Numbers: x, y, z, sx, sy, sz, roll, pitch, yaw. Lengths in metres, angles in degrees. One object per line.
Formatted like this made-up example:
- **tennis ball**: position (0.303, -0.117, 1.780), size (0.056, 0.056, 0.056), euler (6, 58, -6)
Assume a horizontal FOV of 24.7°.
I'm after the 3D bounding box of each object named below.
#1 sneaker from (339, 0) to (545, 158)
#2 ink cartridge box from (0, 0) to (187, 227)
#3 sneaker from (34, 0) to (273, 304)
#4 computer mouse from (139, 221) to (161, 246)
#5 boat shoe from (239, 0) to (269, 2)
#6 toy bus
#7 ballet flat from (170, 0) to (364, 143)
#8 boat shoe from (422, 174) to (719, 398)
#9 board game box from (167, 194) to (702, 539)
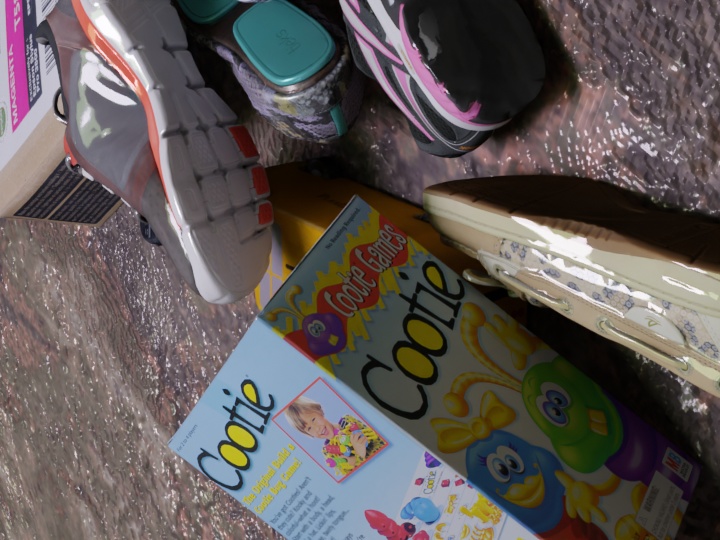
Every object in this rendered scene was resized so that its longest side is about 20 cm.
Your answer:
- **sneaker**: position (0.011, -0.140, 0.788), size (0.086, 0.080, 0.202), euler (124, 129, -61)
- **ink cartridge box**: position (-0.171, -0.148, 1.001), size (0.165, 0.074, 0.202), euler (-34, 59, 55)
- **sneaker**: position (-0.113, -0.064, 0.863), size (0.082, 0.077, 0.202), euler (-34, 71, 31)
- **computer mouse**: position (-0.104, -0.042, 0.987), size (0.200, 0.034, 0.059), euler (-168, 80, -74)
- **boat shoe**: position (-0.061, -0.239, 0.823), size (0.073, 0.065, 0.202), euler (-6, 81, 48)
- **toy bus**: position (0.000, 0.000, 0.867), size (0.199, 0.065, 0.079), euler (25, 124, 48)
- **ballet flat**: position (-0.053, -0.128, 0.887), size (0.201, 0.071, 0.073), euler (-125, 37, -46)
- **boat shoe**: position (0.099, 0.003, 0.715), size (0.199, 0.073, 0.063), euler (24, 119, 48)
- **board game box**: position (0.034, 0.082, 0.733), size (0.199, 0.103, 0.105), euler (38, 132, 0)
